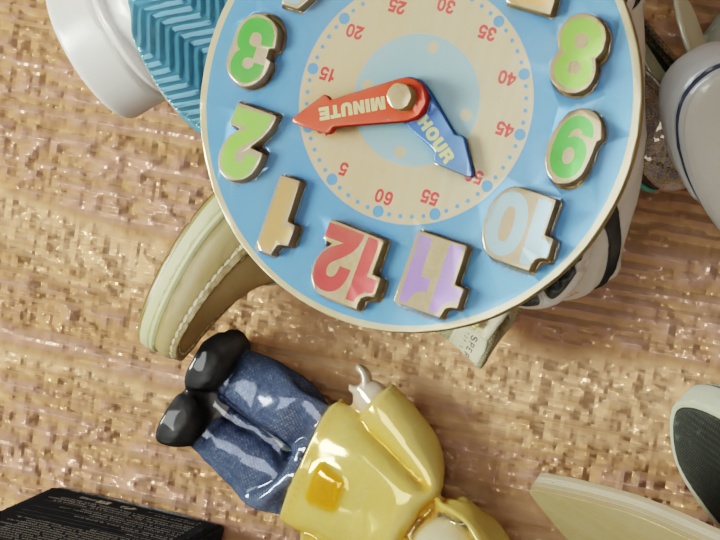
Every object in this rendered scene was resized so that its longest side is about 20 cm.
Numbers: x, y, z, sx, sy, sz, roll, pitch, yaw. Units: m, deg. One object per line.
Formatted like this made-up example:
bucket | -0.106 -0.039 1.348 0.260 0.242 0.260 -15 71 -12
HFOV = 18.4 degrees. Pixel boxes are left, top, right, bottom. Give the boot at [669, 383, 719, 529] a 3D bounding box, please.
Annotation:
boot | 0.257 0.091 1.063 0.200 0.144 0.073 30 136 45

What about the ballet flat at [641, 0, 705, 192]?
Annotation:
ballet flat | 0.112 -0.133 1.048 0.067 0.068 0.201 -36 89 32

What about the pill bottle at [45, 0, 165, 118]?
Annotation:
pill bottle | -0.054 -0.160 1.110 0.199 0.111 0.112 -29 85 16

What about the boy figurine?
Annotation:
boy figurine | -0.008 0.116 1.140 0.199 0.064 0.125 34 99 15

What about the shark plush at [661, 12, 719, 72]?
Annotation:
shark plush | 0.209 -0.093 1.065 0.199 0.091 0.084 -26 116 11

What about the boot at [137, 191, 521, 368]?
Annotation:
boot | 0.000 0.000 1.110 0.154 0.072 0.200 41 83 7

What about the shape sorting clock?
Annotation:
shape sorting clock | 0.023 -0.073 0.959 0.198 0.039 0.202 0 89 19

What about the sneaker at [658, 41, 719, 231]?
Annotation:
sneaker | 0.205 -0.020 1.015 0.073 0.071 0.200 -37 120 7

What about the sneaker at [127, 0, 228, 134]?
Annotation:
sneaker | -0.029 -0.069 1.047 0.200 0.081 0.077 41 83 5

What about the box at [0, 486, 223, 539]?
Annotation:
box | -0.156 0.204 1.115 0.103 0.200 0.149 11 96 15

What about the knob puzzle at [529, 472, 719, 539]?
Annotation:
knob puzzle | 0.171 0.142 1.031 0.219 0.220 0.031 29 75 13

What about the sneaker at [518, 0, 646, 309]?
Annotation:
sneaker | 0.095 -0.083 1.000 0.073 0.080 0.202 11 92 29
